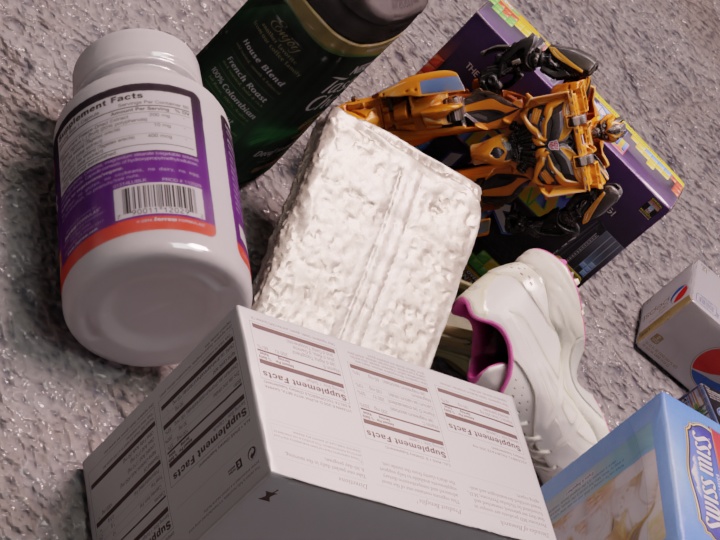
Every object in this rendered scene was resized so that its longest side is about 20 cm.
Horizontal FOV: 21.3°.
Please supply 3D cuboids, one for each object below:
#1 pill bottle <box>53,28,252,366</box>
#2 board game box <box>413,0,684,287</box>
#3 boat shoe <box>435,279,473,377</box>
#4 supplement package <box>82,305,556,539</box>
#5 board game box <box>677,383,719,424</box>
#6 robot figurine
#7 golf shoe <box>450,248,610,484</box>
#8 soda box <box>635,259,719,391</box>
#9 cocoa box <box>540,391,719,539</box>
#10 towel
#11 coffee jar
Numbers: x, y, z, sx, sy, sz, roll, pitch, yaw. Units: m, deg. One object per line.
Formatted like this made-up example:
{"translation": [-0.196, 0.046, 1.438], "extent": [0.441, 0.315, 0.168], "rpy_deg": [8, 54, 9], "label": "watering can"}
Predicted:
{"translation": [-0.130, -0.051, 1.161], "extent": [0.111, 0.111, 0.200], "rpy_deg": [22, 40, -33], "label": "pill bottle"}
{"translation": [0.109, -0.074, 1.406], "extent": [0.200, 0.165, 0.057], "rpy_deg": [45, 33, -2], "label": "board game box"}
{"translation": [0.059, 0.026, 1.336], "extent": [0.201, 0.063, 0.073], "rpy_deg": [29, 37, -26], "label": "boat shoe"}
{"translation": [-0.024, 0.130, 1.047], "extent": [0.200, 0.156, 0.111], "rpy_deg": [20, 39, -35], "label": "supplement package"}
{"translation": [0.325, 0.210, 1.443], "extent": [0.200, 0.062, 0.200], "rpy_deg": [26, 39, -29], "label": "board game box"}
{"translation": [0.087, -0.084, 1.340], "extent": [0.058, 0.200, 0.145], "rpy_deg": [-39, 119, -65], "label": "robot figurine"}
{"translation": [0.114, 0.089, 1.299], "extent": [0.091, 0.075, 0.200], "rpy_deg": [-19, 98, -29], "label": "golf shoe"}
{"translation": [0.321, 0.086, 1.563], "extent": [0.200, 0.068, 0.064], "rpy_deg": [40, 34, -12], "label": "soda box"}
{"translation": [0.166, 0.197, 1.150], "extent": [0.131, 0.200, 0.133], "rpy_deg": [30, 36, -23], "label": "cocoa box"}
{"translation": [0.000, 0.000, 1.259], "extent": [0.132, 0.034, 0.200], "rpy_deg": [29, 62, -15], "label": "towel"}
{"translation": [-0.046, -0.146, 1.274], "extent": [0.085, 0.200, 0.104], "rpy_deg": [51, 34, 7], "label": "coffee jar"}
